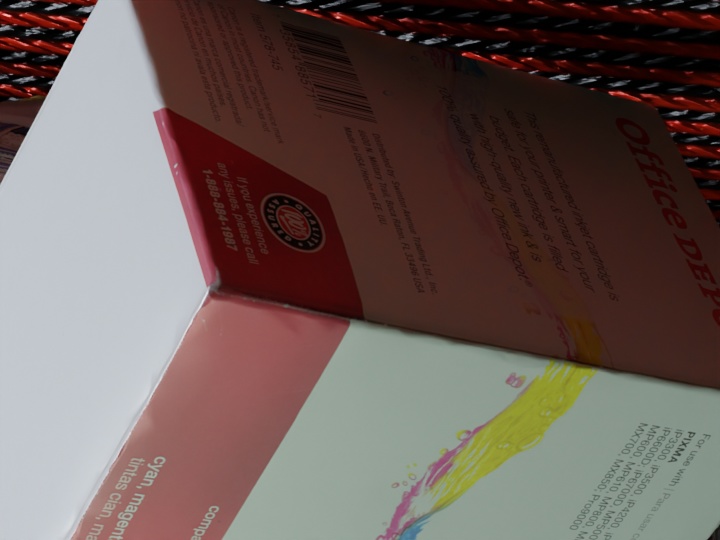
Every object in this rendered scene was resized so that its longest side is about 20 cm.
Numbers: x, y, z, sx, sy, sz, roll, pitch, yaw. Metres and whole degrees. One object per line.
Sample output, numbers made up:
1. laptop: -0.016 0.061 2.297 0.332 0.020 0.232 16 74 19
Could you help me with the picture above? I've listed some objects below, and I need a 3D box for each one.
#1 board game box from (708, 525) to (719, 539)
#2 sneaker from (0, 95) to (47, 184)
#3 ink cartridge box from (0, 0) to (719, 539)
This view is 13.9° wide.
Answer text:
1. board game box: 0.027 0.081 1.005 0.200 0.120 0.032 -4 142 19
2. sneaker: -0.142 -0.019 0.959 0.200 0.088 0.075 2 128 -15
3. ink cartridge box: 0.000 0.025 0.886 0.200 0.145 0.145 12 127 -28
